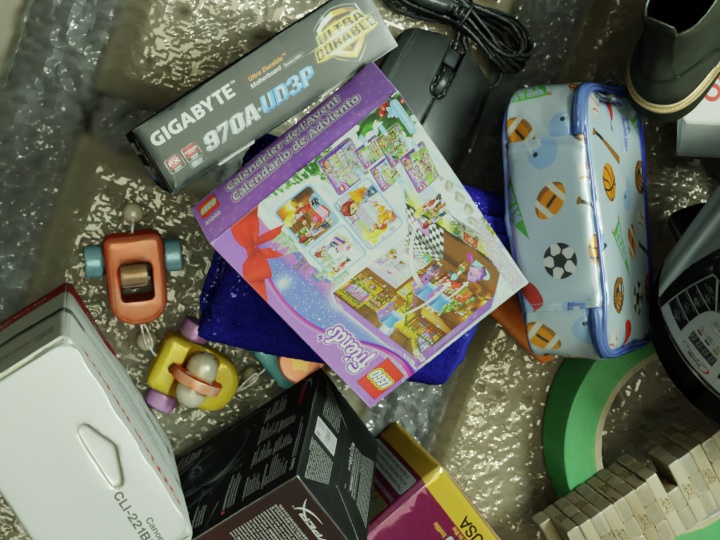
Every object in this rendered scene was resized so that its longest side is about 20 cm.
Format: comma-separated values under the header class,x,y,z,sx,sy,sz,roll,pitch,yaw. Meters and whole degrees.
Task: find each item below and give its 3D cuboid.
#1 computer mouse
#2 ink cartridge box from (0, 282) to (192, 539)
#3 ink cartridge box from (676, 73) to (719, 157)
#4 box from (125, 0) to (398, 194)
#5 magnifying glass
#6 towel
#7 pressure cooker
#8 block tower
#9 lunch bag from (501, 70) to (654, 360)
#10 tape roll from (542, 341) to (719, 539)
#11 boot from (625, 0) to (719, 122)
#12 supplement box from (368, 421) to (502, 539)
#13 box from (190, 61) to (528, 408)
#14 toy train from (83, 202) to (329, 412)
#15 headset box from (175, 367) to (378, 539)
class,x,y,z,sx,sy,sz,roll,pitch,yaw
computer mouse,0.036,-0.116,0.891,0.137,0.053,0.202,28,91,-16
ink cartridge box,-0.184,0.102,0.792,0.083,0.200,0.145,-31,103,-8
ink cartridge box,0.328,-0.157,0.882,0.197,0.084,0.148,4,78,12
box,-0.072,-0.111,0.789,0.158,0.200,0.046,-34,101,-6
magnifying glass,0.085,0.003,0.911,0.080,0.022,0.200,-46,119,2
towel,0.000,0.000,0.836,0.197,0.050,0.150,13,104,-25
pressure cooker,0.295,0.021,0.838,0.176,0.201,0.177,20,53,-2
block tower,0.230,0.160,0.925,0.199,0.058,0.054,-32,103,-7
lunch bag,0.164,-0.040,0.881,0.075,0.160,0.203,-2,91,31
tape roll,0.244,0.128,0.977,0.197,0.048,0.204,-2,98,-13
boot,0.241,-0.203,0.793,0.077,0.138,0.202,26,83,16
supplement box,-0.004,0.223,0.888,0.199,0.131,0.104,-39,105,-5
box,0.007,-0.014,0.760,0.136,0.039,0.200,-38,135,2
toy train,-0.094,0.030,0.873,0.197,0.056,0.153,-1,103,-13
headset box,-0.091,0.174,0.827,0.199,0.149,0.078,-35,104,15
